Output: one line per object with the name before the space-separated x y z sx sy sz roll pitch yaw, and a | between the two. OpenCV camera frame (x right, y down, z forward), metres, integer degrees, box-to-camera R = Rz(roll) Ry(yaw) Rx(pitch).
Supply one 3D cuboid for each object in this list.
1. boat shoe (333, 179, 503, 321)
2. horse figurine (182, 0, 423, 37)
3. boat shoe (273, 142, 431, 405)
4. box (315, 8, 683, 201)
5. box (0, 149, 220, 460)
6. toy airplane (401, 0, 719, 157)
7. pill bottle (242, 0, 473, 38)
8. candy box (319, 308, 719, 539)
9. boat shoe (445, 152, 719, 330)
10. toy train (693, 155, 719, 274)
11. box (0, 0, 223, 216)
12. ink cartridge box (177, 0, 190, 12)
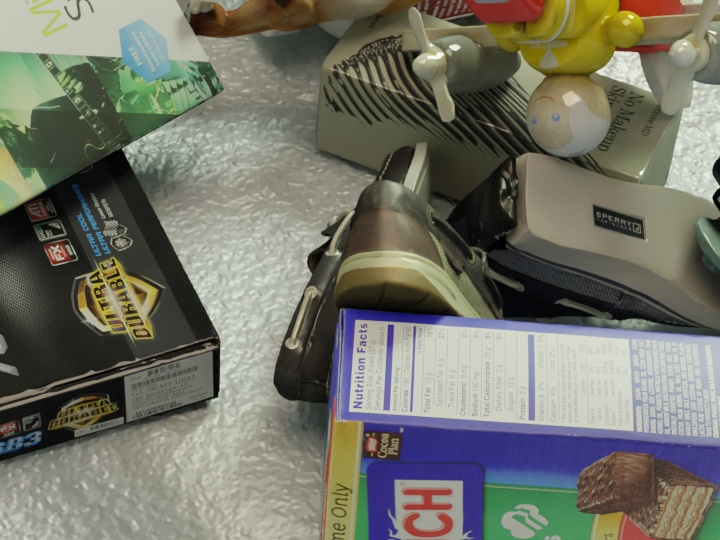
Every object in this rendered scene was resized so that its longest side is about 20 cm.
boat shoe | 0.038 0.013 1.061 0.072 0.201 0.066 1 73 17
horse figurine | 0.001 -0.175 1.234 0.200 0.133 0.050 -21 81 -20
boat shoe | 0.000 0.000 1.178 0.060 0.074 0.200 4 45 11
box | 0.079 -0.084 1.264 0.200 0.068 0.082 19 47 14
box | -0.200 0.012 1.164 0.198 0.050 0.200 -14 48 -19
toy airplane | 0.125 -0.123 1.162 0.199 0.200 0.141 14 76 -5
pill bottle | 0.027 -0.206 1.346 0.200 0.113 0.113 -14 49 -18
candy box | 0.081 0.108 1.011 0.200 0.169 0.077 4 42 0
boat shoe | 0.131 -0.003 1.193 0.200 0.093 0.075 21 56 -27
toy train | 0.257 0.018 1.147 0.114 0.085 0.200 14 40 -48
box | -0.180 -0.120 1.177 0.200 0.036 0.144 -35 98 -42
ink cartridge box | -0.174 -0.247 1.364 0.200 0.117 0.067 22 50 15
